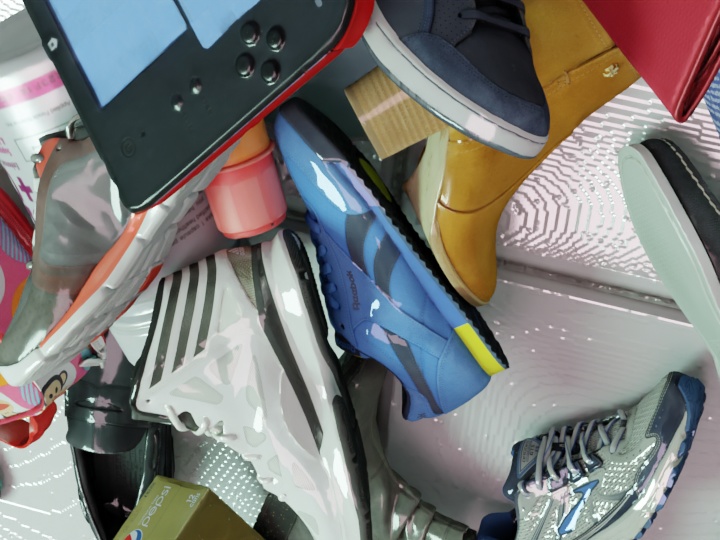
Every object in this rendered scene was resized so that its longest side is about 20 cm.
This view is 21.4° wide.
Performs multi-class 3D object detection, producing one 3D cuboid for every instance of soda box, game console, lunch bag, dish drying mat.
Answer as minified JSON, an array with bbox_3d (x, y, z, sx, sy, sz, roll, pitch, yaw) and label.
[{"bbox_3d":[-0.068,0.218,1.210,0.064,0.068,0.200,4,143,51],"label":"soda box"},{"bbox_3d":[-0.094,-0.154,0.905,0.176,0.031,0.201,-36,73,26],"label":"game console"},{"bbox_3d":[-0.244,0.033,1.145,0.199,0.082,0.177,-13,118,53],"label":"lunch bag"},{"bbox_3d":[0.118,-0.158,0.879,0.018,0.201,0.077,0,130,-27],"label":"dish drying mat"}]

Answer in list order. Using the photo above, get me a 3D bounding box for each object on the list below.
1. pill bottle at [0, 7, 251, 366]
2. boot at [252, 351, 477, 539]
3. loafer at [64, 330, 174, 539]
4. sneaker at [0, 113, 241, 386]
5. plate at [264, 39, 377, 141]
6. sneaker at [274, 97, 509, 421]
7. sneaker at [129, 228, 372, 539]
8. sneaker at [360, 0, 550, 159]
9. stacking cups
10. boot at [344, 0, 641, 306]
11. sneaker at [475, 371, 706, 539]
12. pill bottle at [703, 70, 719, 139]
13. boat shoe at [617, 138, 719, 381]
[{"bbox_3d":[-0.132,-0.052,1.066,0.113,0.114,0.201,-14,116,26],"label":"pill bottle"},{"bbox_3d":[0.018,0.132,1.157,0.130,0.068,0.201,30,135,8],"label":"boot"},{"bbox_3d":[-0.152,0.087,1.189,0.068,0.071,0.202,8,124,13],"label":"loafer"},{"bbox_3d":[-0.139,-0.032,0.986,0.082,0.077,0.201,38,104,7],"label":"sneaker"},{"bbox_3d":[-0.021,-0.162,1.011,0.198,0.026,0.202,9,123,13],"label":"plate"},{"bbox_3d":[0.000,0.000,1.043,0.078,0.066,0.201,-32,110,10],"label":"sneaker"},{"bbox_3d":[-0.063,0.084,1.048,0.114,0.076,0.202,-15,106,3],"label":"sneaker"},{"bbox_3d":[0.058,-0.161,0.871,0.077,0.203,0.146,11,128,-43],"label":"sneaker"},{"bbox_3d":[-0.081,-0.117,1.001,0.060,0.061,0.201,-7,115,23],"label":"stacking cups"},{"bbox_3d":[0.088,-0.069,1.007,0.143,0.071,0.202,-27,141,4],"label":"boot"},{"bbox_3d":[0.128,0.125,1.117,0.085,0.077,0.201,33,126,1],"label":"sneaker"},{"bbox_3d":[0.218,-0.101,0.915,0.110,0.111,0.201,-15,115,27],"label":"pill bottle"},{"bbox_3d":[0.206,0.010,1.025,0.060,0.076,0.201,-30,102,-8],"label":"boat shoe"}]
